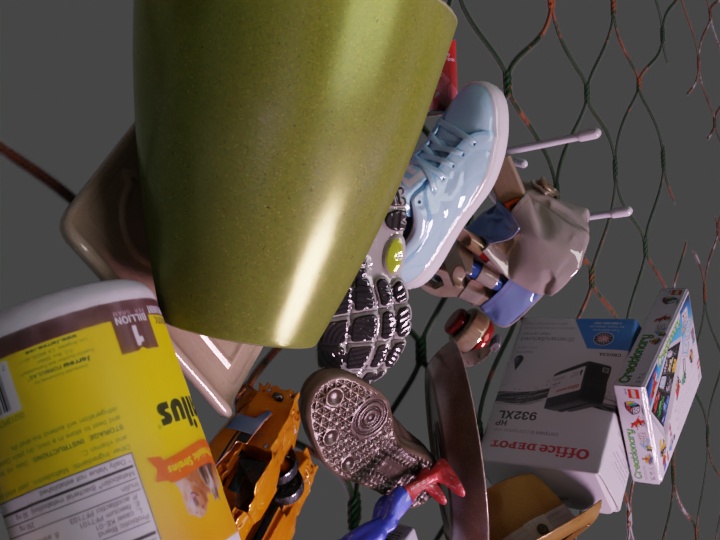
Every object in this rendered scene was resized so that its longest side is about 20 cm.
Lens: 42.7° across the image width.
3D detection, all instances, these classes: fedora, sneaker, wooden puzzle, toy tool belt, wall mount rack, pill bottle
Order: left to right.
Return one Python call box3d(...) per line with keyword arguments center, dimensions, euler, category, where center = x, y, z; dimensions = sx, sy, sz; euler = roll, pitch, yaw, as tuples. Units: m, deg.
box3d(center=(-0.131, 0.114, 0.485), dimensions=(0.109, 0.109, 0.201), euler=(-12, 79, -55), category="pill bottle")
box3d(center=(-0.109, -0.030, 0.630), dimensions=(0.186, 0.046, 0.200), euler=(58, 40, -38), category="wooden puzzle")
box3d(center=(-0.005, 0.133, 0.759), dimensions=(0.070, 0.075, 0.200), euler=(-47, 134, -10), category="sneaker")
box3d(center=(0.000, 0.000, 0.764), dimensions=(0.077, 0.085, 0.201), euler=(3, 105, -15), category="sneaker")
box3d(center=(0.062, -0.076, 0.803), dimensions=(0.082, 0.074, 0.201), euler=(11, 105, -54), category="sneaker")
box3d(center=(0.121, -0.012, 0.902), dimensions=(0.123, 0.200, 0.125), euler=(36, 32, -8), category="toy tool belt")
box3d(center=(0.150, 0.267, 0.944), dimensions=(0.200, 0.201, 0.082), euler=(6, 44, -56), category="fedora")
box3d(center=(0.174, -0.106, 0.935), dimensions=(0.075, 0.174, 0.200), euler=(-45, 133, -6), category="wall mount rack")

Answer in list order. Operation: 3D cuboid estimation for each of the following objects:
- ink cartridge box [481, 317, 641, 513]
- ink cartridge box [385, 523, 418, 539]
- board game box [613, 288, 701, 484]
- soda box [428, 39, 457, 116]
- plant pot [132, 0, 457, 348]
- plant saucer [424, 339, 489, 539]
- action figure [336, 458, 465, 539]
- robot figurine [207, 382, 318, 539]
box3d(center=(0.233, 0.156, 1.037), dimensions=(0.084, 0.145, 0.200), euler=(56, 46, -39), category="ink cartridge box")
box3d(center=(0.020, 0.351, 0.809), dimensions=(0.160, 0.047, 0.201), euler=(-47, 125, -45), category="ink cartridge box")
box3d(center=(0.336, 0.123, 1.028), dimensions=(0.200, 0.034, 0.127), euler=(-44, 125, -47), category="board game box")
box3d(center=(0.010, -0.169, 0.785), dimensions=(0.200, 0.063, 0.070), euler=(-11, 100, -56), category="soda box")
box3d(center=(-0.055, -0.062, 0.537), dimensions=(0.187, 0.187, 0.201), euler=(8, 94, -55), category="plant pot")
box3d(center=(0.084, 0.165, 0.845), dimensions=(0.200, 0.032, 0.201), euler=(174, -90, -88), category="plant saucer")
box3d(center=(0.003, 0.236, 0.700), dimensions=(0.199, 0.065, 0.099), euler=(-25, 75, -25), category="action figure")
box3d(center=(-0.093, 0.182, 0.619), dimensions=(0.145, 0.058, 0.200), euler=(81, 31, -43), category="robot figurine")
